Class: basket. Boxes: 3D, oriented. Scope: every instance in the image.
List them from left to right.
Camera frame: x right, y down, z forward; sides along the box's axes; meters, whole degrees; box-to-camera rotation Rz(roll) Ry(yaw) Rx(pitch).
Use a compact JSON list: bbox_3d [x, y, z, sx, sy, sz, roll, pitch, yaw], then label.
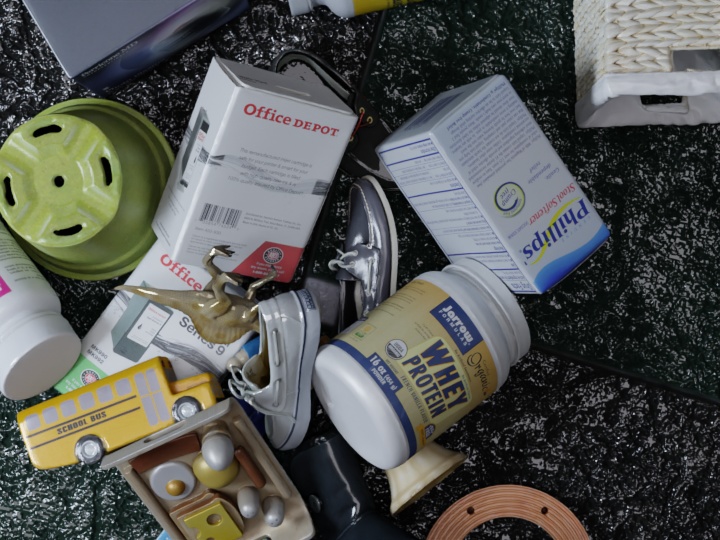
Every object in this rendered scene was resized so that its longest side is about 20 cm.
[{"bbox_3d":[0.328,-0.243,1.495,0.196,0.200,0.163,-2,85,-1],"label":"basket"}]

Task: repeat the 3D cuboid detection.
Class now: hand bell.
[{"bbox_3d":[0.017,0.153,1.560,0.104,0.104,0.201,-37,78,0],"label":"hand bell"}]

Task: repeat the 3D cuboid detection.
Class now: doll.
[{"bbox_3d":[-0.101,0.115,1.538,0.048,0.136,0.201,36,97,39],"label":"doll"}]

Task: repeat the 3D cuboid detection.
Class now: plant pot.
[{"bbox_3d":[-0.297,-0.090,1.493,0.198,0.184,0.203,0,90,0],"label":"plant pot"}]

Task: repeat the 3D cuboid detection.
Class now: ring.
[{"bbox_3d":[0.162,0.336,1.582,0.198,0.019,0.203,0,89,0],"label":"ring"}]

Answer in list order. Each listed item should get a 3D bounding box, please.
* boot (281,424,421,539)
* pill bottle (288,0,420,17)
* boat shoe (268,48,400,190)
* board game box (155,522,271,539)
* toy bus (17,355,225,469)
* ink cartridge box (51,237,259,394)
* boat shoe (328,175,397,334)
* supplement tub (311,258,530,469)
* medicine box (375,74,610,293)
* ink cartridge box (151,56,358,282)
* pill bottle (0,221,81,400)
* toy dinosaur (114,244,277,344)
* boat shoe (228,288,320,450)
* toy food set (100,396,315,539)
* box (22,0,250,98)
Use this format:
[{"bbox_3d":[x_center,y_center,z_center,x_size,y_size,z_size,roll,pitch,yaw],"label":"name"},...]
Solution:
[{"bbox_3d":[-0.007,0.247,1.499,0.076,0.200,0.170,-24,93,-27],"label":"boot"},{"bbox_3d":[0.014,-0.333,1.530,0.198,0.112,0.113,-13,90,0],"label":"pill bottle"},{"bbox_3d":[-0.020,-0.161,1.557,0.201,0.063,0.074,43,87,-2],"label":"boat shoe"},{"bbox_3d":[-0.135,0.347,1.539,0.199,0.064,0.148,39,90,12],"label":"board game box"},{"bbox_3d":[-0.242,0.145,1.469,0.198,0.065,0.079,-22,83,2],"label":"toy bus"},{"bbox_3d":[-0.212,0.082,1.544,0.145,0.084,0.201,36,90,1],"label":"ink cartridge box"},{"bbox_3d":[0.000,0.000,1.546,0.062,0.072,0.203,-6,95,-24],"label":"boat shoe"},{"bbox_3d":[0.063,0.091,1.474,0.199,0.144,0.145,-35,91,-21],"label":"supplement tub"},{"bbox_3d":[0.131,-0.082,1.478,0.103,0.182,0.201,-39,100,-14],"label":"medicine box"},{"bbox_3d":[-0.111,-0.103,1.487,0.145,0.083,0.202,11,113,-32],"label":"ink cartridge box"},{"bbox_3d":[-0.383,0.030,1.496,0.113,0.113,0.200,-43,67,0],"label":"pill bottle"},{"bbox_3d":[-0.146,0.031,1.449,0.198,0.058,0.102,17,123,-12],"label":"toy dinosaur"},{"bbox_3d":[-0.095,0.108,1.448,0.085,0.075,0.203,-8,135,-20],"label":"boat shoe"},{"bbox_3d":[-0.150,0.229,1.446,0.142,0.061,0.201,-25,123,6],"label":"toy food set"},{"bbox_3d":[-0.230,-0.285,1.486,0.199,0.198,0.124,-32,90,0],"label":"box"}]
